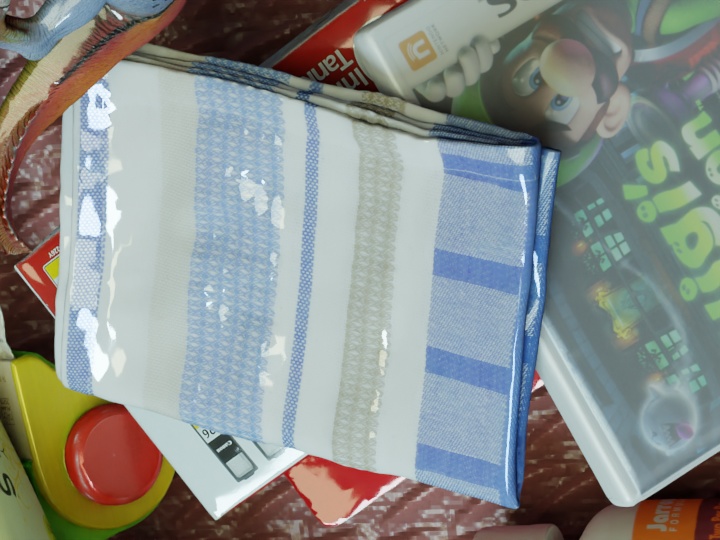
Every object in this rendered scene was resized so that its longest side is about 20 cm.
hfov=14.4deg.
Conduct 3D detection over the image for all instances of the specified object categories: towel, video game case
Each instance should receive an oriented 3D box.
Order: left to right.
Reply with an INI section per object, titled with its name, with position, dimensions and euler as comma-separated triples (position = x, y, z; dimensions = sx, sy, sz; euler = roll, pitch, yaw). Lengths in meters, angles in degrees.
[towel]
position = -0.026, -0.001, 1.047
dimensions = 0.199, 0.024, 0.148
euler = 14, 112, 23
[video game case]
position = 0.121, -0.044, 1.056
dimensions = 0.181, 0.023, 0.201
euler = -31, 95, -13

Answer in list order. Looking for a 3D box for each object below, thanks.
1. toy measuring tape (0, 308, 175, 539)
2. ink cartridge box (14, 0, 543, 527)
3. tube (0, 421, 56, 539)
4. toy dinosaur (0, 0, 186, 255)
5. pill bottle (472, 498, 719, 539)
[toy measuring tape]
position = -0.119, 0.037, 1.176
dimensions = 0.073, 0.074, 0.201
euler = -11, 98, 16
[ink cartridge box]
position = 0.000, 0.000, 1.123
dimensions = 0.200, 0.084, 0.176
euler = -36, 97, 20
[tube]
position = -0.165, 0.067, 1.151
dimensions = 0.200, 0.058, 0.052
euler = 56, 134, 28
[toy dinosaur]
position = -0.075, -0.131, 1.043
dimensions = 0.105, 0.181, 0.201
euler = 34, 132, 49
[pill bottle]
position = 0.145, 0.144, 1.122
dimensions = 0.199, 0.110, 0.110
euler = -2, 107, 14
